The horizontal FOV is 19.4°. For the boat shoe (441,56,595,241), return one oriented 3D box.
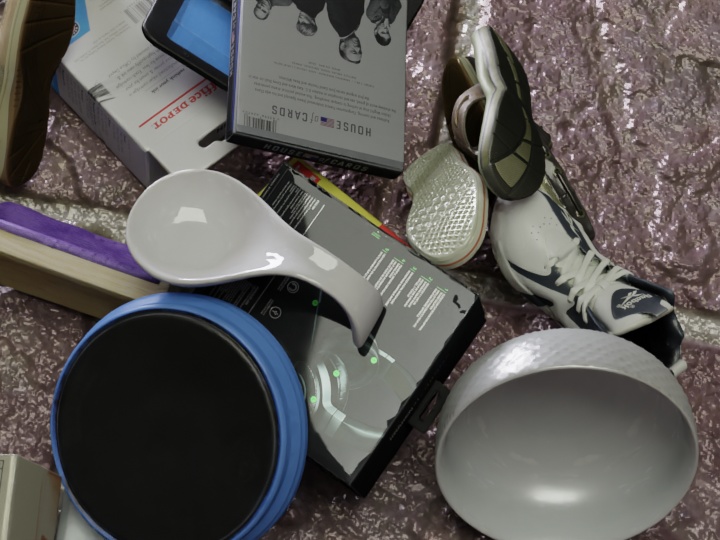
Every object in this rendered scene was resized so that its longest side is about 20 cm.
[{"bbox_3d":[0.130,-0.093,1.758,0.064,0.073,0.201,-15,70,-24],"label":"boat shoe"}]

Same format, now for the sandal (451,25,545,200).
[{"bbox_3d":[0.104,-0.118,1.680,0.057,0.080,0.202,-26,32,17],"label":"sandal"}]

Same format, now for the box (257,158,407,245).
[{"bbox_3d":[0.000,0.000,1.695,0.200,0.050,0.075,40,70,14],"label":"box"}]

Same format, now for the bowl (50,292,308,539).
[{"bbox_3d":[-0.137,0.118,1.547,0.199,0.039,0.203,1,95,18],"label":"bowl"}]

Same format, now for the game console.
[{"bbox_3d":[-0.058,-0.214,1.734,0.199,0.116,0.177,31,89,-11],"label":"game console"}]

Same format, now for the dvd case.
[{"bbox_3d":[-0.033,-0.181,1.706,0.149,0.025,0.202,12,65,-21],"label":"dvd case"}]

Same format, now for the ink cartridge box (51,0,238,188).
[{"bbox_3d":[-0.171,-0.152,1.754,0.116,0.067,0.200,-37,72,-21],"label":"ink cartridge box"}]

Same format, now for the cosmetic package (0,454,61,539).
[{"bbox_3d":[-0.284,0.236,1.507,0.102,0.087,0.202,1,74,17],"label":"cosmetic package"}]

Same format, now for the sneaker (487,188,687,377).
[{"bbox_3d":[0.186,0.013,1.634,0.079,0.129,0.200,-30,95,-24],"label":"sneaker"}]

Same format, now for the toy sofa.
[{"bbox_3d":[-0.225,-0.008,1.656,0.198,0.083,0.098,19,62,12],"label":"toy sofa"}]

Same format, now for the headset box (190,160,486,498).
[{"bbox_3d":[-0.022,0.050,1.599,0.199,0.093,0.175,33,83,13],"label":"headset box"}]

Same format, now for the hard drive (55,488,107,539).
[{"bbox_3d":[-0.161,0.174,1.617,0.130,0.026,0.202,8,63,-1],"label":"hard drive"}]

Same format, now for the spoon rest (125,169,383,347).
[{"bbox_3d":[-0.078,-0.012,1.536,0.199,0.061,0.100,24,63,11],"label":"spoon rest"}]

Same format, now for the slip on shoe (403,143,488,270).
[{"bbox_3d":[0.075,-0.043,1.673,0.074,0.200,0.061,-35,108,8],"label":"slip on shoe"}]

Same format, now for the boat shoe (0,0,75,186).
[{"bbox_3d":[-0.282,-0.171,1.703,0.065,0.202,0.072,21,20,24],"label":"boat shoe"}]

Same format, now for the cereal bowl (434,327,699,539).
[{"bbox_3d":[0.153,0.117,1.590,0.198,0.201,0.084,4,41,-3],"label":"cereal bowl"}]
